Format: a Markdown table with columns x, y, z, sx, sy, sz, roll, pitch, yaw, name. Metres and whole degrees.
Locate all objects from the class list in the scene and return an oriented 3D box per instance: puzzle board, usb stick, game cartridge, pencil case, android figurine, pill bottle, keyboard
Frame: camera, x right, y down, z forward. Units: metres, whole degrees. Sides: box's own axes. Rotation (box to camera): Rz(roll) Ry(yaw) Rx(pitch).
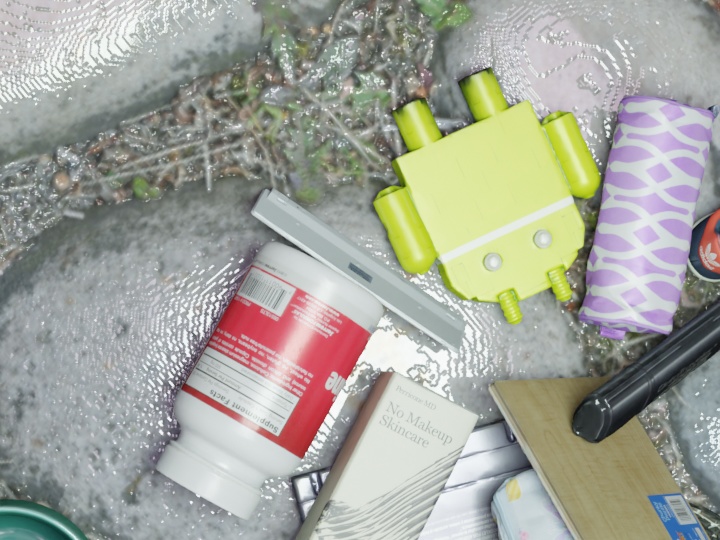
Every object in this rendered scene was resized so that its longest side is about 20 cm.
| x | y | z | sx | sy | sz | roll | pitch | yaw | name |
| --- | --- | --- | --- | --- | --- | --- | --- | --- | --- |
| 0.194 | 0.169 | 1.670 | 0.150 | 0.017 | 0.200 | 1 | 51 | -46 | puzzle board |
| 0.243 | 0.075 | 1.709 | 0.200 | 0.056 | 0.033 | -32 | 64 | -34 | usb stick |
| 0.055 | 0.203 | 1.728 | 0.199 | 0.038 | 0.130 | -14 | 94 | -8 | game cartridge |
| 0.152 | 0.247 | 1.631 | 0.090 | 0.083 | 0.200 | 5 | 45 | -11 | pencil case |
| 0.106 | -0.057 | 1.739 | 0.181 | 0.041 | 0.201 | -23 | 89 | -8 | android figurine |
| 0.229 | -0.045 | 1.732 | 0.084 | 0.085 | 0.201 | 14 | 85 | -14 | pencil case |
| -0.075 | 0.088 | 1.673 | 0.112 | 0.112 | 0.200 | 30 | 85 | -6 | pill bottle |
| 0.000 | 0.000 | 1.716 | 0.200 | 0.056 | 0.011 | 34 | 118 | -5 | keyboard |

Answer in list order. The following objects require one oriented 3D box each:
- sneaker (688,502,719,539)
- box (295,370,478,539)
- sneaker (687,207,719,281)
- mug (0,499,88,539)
| x | y | z | sx | sy | sz | roll | pitch | yaw | name |
| --- | --- | --- | --- | --- | --- | --- | --- | --- | --- |
| 0.223 | 0.260 | 1.737 | 0.199 | 0.078 | 0.090 | -27 | 123 | -16 | sneaker |
| 0.010 | 0.183 | 1.672 | 0.082 | 0.068 | 0.201 | 26 | 85 | -6 | box |
| 0.361 | -0.050 | 1.749 | 0.200 | 0.085 | 0.075 | -32 | 92 | -8 | sneaker |
| -0.286 | 0.251 | 1.639 | 0.184 | 0.114 | 0.153 | 2 | 88 | -6 | mug |
